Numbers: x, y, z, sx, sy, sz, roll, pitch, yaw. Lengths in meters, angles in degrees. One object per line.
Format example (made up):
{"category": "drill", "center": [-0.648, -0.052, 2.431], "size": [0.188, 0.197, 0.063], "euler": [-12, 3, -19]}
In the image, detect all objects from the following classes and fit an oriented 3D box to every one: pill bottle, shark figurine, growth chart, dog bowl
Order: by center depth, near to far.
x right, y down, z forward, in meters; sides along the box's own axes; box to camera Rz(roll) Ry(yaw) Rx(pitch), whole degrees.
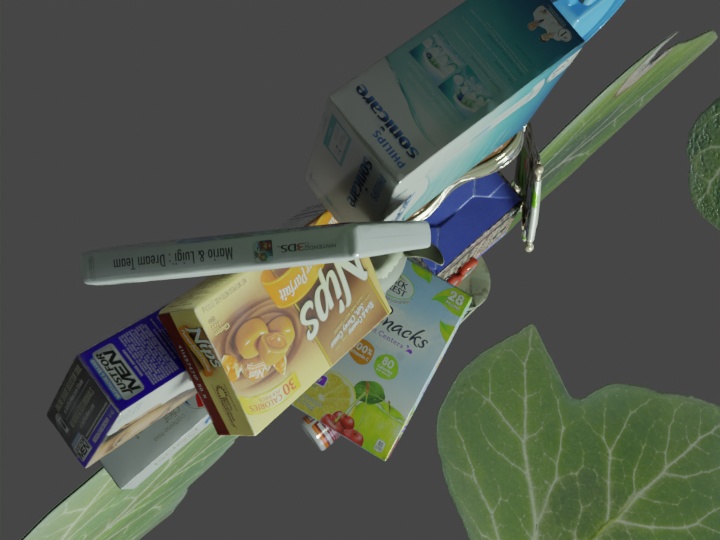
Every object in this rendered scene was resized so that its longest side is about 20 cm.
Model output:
{"category": "dog bowl", "center": [0.203, -0.258, 0.839], "size": [0.111, 0.050, 0.200], "euler": [-38, 171, -18]}
{"category": "shark figurine", "center": [-0.002, 0.016, 0.970], "size": [0.214, 0.127, 0.091], "euler": [-39, 149, -33]}
{"category": "growth chart", "center": [0.222, -0.115, 1.268], "size": [0.201, 0.017, 0.147], "euler": [-85, 176, -58]}
{"category": "pill bottle", "center": [-0.072, 0.420, 2.771], "size": [0.199, 0.113, 0.113], "euler": [-39, 171, -13]}

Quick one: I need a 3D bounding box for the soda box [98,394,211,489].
{"category": "soda box", "center": [-0.197, 0.150, 1.045], "size": [0.199, 0.064, 0.068], "euler": [-41, 172, -8]}

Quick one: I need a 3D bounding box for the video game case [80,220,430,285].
{"category": "video game case", "center": [-0.059, -0.014, 0.643], "size": [0.178, 0.024, 0.200], "euler": [-5, -179, 17]}

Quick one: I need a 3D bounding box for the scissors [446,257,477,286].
{"category": "scissors", "center": [0.135, 0.026, 1.406], "size": [0.073, 0.014, 0.200], "euler": [-42, 170, -10]}

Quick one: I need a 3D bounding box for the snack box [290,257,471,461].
{"category": "snack box", "center": [0.006, 0.078, 1.051], "size": [0.203, 0.166, 0.068], "euler": [-62, 172, -3]}

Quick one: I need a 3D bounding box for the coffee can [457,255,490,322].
{"category": "coffee can", "center": [0.117, 0.050, 1.659], "size": [0.146, 0.147, 0.200], "euler": [-33, 169, -39]}

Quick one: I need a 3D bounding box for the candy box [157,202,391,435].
{"category": "candy box", "center": [-0.065, 0.035, 0.809], "size": [0.055, 0.117, 0.199], "euler": [-8, -158, 42]}

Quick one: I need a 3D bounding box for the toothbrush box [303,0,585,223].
{"category": "toothbrush box", "center": [0.061, -0.124, 0.753], "size": [0.199, 0.086, 0.147], "euler": [-39, 172, -19]}

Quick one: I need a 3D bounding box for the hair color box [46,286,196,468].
{"category": "hair color box", "center": [-0.164, 0.076, 0.826], "size": [0.199, 0.065, 0.110], "euler": [-31, 168, -43]}

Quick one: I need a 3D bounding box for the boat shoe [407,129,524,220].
{"category": "boat shoe", "center": [0.064, -0.109, 0.941], "size": [0.198, 0.076, 0.072], "euler": [-34, 139, 7]}

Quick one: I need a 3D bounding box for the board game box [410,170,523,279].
{"category": "board game box", "center": [0.127, -0.060, 1.325], "size": [0.159, 0.097, 0.200], "euler": [-40, 171, -4]}
